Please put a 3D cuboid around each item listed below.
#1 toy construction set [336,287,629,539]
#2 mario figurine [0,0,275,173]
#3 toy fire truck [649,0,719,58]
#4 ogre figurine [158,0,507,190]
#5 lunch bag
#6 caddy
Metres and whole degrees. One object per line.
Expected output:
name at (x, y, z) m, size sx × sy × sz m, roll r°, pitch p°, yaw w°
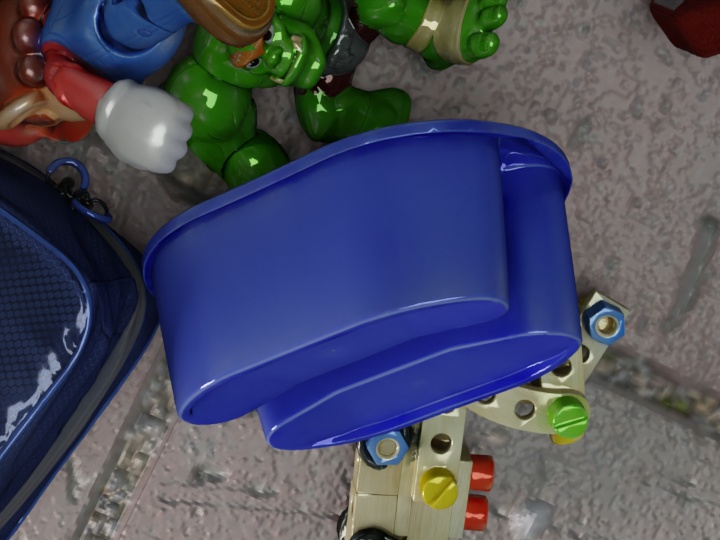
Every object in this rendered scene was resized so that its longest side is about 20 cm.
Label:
toy construction set at (0.059, 0.105, 0.862) m, size 0.131 × 0.092 × 0.201 m, roll 4°, pitch 91°, yaw -7°
mario figurine at (-0.095, -0.101, 0.764) m, size 0.123 × 0.200 × 0.106 m, roll -41°, pitch 104°, yaw -41°
toy fire truck at (0.219, -0.166, 0.771) m, size 0.200 × 0.168 × 0.112 m, roll -39°, pitch 103°, yaw 4°
ogre figurine at (-0.018, -0.100, 0.803) m, size 0.120 × 0.098 × 0.200 m, roll 21°, pitch 133°, yaw -22°
lunch bag at (-0.184, 0.033, 0.797) m, size 0.136 × 0.132 × 0.200 m, roll 38°, pitch 95°, yaw 6°
caddy at (0.000, 0.000, 0.766) m, size 0.199 × 0.141 × 0.105 m, roll -22°, pitch 63°, yaw 27°
